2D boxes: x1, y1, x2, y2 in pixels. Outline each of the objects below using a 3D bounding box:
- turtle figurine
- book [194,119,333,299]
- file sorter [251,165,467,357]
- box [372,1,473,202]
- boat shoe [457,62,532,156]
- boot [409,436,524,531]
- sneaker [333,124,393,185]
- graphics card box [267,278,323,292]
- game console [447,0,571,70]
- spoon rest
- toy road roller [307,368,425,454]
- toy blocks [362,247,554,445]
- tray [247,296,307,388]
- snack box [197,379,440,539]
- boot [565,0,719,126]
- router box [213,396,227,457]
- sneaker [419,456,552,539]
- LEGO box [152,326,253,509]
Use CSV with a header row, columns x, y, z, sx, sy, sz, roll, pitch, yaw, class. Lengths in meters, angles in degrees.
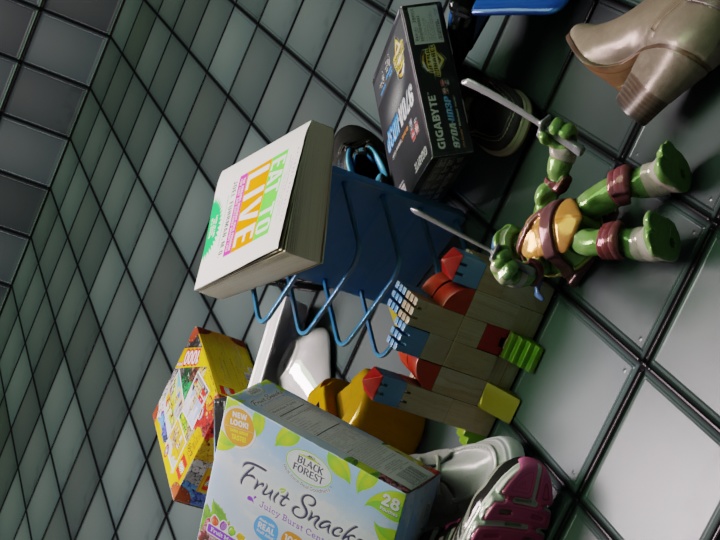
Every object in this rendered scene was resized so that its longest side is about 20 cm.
x,y,z,sx,sy,sz,roll,pitch,yaw,class
0.159,-0.058,1.213,0.193,0.201,0.144,-9,23,41,turtle figurine
-0.093,-0.056,1.433,0.200,0.048,0.135,-22,55,58,book
0.000,0.000,1.483,0.139,0.198,0.123,-54,33,33,file sorter
0.061,-0.162,1.515,0.200,0.046,0.161,121,139,-74,box
0.114,-0.173,1.521,0.072,0.064,0.200,-64,25,14,boat shoe
0.059,0.196,1.327,0.200,0.095,0.074,-42,42,50,boot
0.009,-0.120,1.668,0.201,0.073,0.082,-112,7,-52,sneaker
-0.065,-0.015,1.716,0.200,0.124,0.051,-17,67,62,graphics card box
0.177,-0.296,1.470,0.201,0.117,0.171,-60,-13,-25,game console
-0.064,0.142,1.703,0.100,0.060,0.201,-56,15,28,spoon rest
-0.006,0.190,1.455,0.146,0.122,0.201,-43,34,27,toy road roller
0.081,0.057,1.337,0.202,0.136,0.100,-66,24,10,toy blocks
-0.112,0.130,1.765,0.107,0.022,0.202,37,-111,-77,tray
-0.042,0.217,1.317,0.199,0.067,0.170,25,114,26,snack box
0.258,-0.215,1.259,0.147,0.070,0.201,-54,29,20,boot
-0.126,0.258,1.623,0.151,0.061,0.201,-96,5,-45,router box
0.094,0.233,1.257,0.201,0.073,0.088,-67,30,20,sneaker
-0.195,0.190,1.903,0.150,0.077,0.200,-63,25,17,LEGO box
